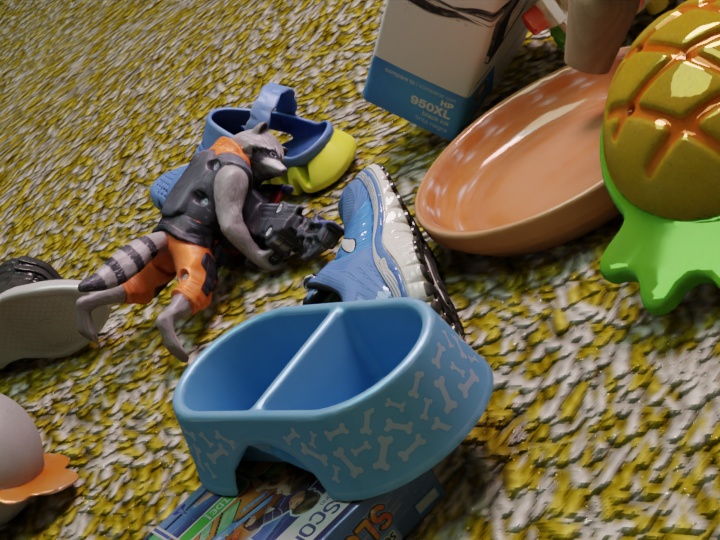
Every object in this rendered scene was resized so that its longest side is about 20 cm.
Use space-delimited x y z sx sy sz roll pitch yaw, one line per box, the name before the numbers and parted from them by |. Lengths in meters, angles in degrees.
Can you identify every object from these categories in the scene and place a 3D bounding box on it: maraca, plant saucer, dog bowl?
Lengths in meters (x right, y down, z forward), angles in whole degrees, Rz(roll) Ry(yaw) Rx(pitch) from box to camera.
maraca | 0.188 -0.066 0.868 0.136 0.107 0.201 -11 52 34
plant saucer | 0.128 -0.072 1.036 0.199 0.038 0.201 -28 23 13
dog bowl | -0.022 0.064 0.862 0.199 0.050 0.112 -5 36 46

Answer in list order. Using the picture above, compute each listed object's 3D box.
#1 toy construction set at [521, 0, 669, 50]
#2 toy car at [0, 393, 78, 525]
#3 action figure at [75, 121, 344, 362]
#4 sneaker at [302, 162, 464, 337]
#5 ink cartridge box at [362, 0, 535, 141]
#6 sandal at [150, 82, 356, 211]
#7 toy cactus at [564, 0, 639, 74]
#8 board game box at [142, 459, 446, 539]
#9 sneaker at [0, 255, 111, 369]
toy construction set | 0.201 -0.207 1.151 0.199 0.093 0.131 -24 23 -6
toy car | -0.275 0.114 1.101 0.198 0.186 0.177 17 18 12
action figure | -0.107 -0.029 1.180 0.199 0.105 0.194 -5 46 54
sneaker | 0.000 0.000 1.011 0.089 0.079 0.200 -28 24 7
ink cartridge box | 0.083 -0.219 1.179 0.145 0.084 0.201 -55 -13 -40
sandal | -0.098 -0.096 1.316 0.199 0.087 0.080 -19 29 35
toy cactus | 0.154 -0.208 1.023 0.101 0.166 0.200 17 25 10
board game box | -0.066 0.156 0.845 0.200 0.035 0.135 -42 25 -19
sneaker | -0.258 0.021 1.306 0.199 0.071 0.100 -21 30 40
